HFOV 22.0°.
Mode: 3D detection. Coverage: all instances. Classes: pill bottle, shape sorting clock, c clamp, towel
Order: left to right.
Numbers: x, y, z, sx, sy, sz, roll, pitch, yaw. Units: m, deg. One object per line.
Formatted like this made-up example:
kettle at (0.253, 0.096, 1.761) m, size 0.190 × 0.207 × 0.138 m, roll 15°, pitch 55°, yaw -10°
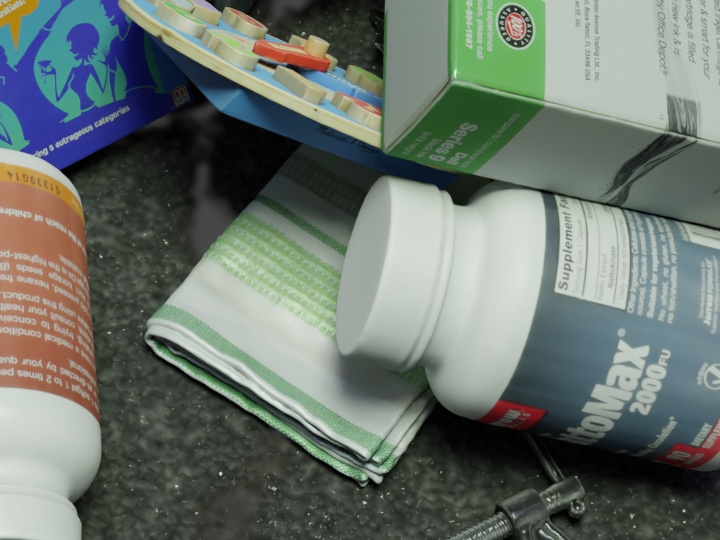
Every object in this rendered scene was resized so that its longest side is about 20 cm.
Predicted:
pill bottle at (-0.181, 0.051, 0.878) m, size 0.111 × 0.112 × 0.201 m, roll -4°, pitch 59°, yaw -9°
shape sorting clock at (-0.029, -0.099, 0.938) m, size 0.199 × 0.200 × 0.039 m, roll 32°, pitch 105°, yaw 12°
towel at (0.000, 0.000, 0.979) m, size 0.149 × 0.031 × 0.200 m, roll 32°, pitch 60°, yaw 11°
c clamp at (0.041, 0.163, 0.889) m, size 0.199 × 0.027 × 0.171 m, roll -29°, pitch 66°, yaw -24°
pill bottle at (0.094, 0.021, 0.905) m, size 0.199 × 0.120 × 0.120 m, roll 13°, pitch 57°, yaw -12°

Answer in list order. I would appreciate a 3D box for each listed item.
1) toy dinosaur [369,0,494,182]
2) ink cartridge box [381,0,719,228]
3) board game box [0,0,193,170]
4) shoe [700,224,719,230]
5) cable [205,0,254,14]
toy dinosaur at (0.088, -0.140, 1.042) m, size 0.135 × 0.102 × 0.201 m, roll 17°, pitch 38°, yaw -19°
ink cartridge box at (0.117, -0.112, 0.875) m, size 0.199 × 0.084 × 0.147 m, roll 12°, pitch 63°, yaw -19°
board game box at (-0.186, -0.147, 0.954) m, size 0.152 × 0.201 × 0.045 m, roll -31°, pitch 31°, yaw -22°
shoe at (0.270, -0.061, 0.985) m, size 0.199 × 0.091 × 0.072 m, roll -8°, pitch 72°, yaw -32°
cable at (-0.118, -0.216, 1.091) m, size 0.162 × 0.051 × 0.201 m, roll 19°, pitch 61°, yaw 11°
